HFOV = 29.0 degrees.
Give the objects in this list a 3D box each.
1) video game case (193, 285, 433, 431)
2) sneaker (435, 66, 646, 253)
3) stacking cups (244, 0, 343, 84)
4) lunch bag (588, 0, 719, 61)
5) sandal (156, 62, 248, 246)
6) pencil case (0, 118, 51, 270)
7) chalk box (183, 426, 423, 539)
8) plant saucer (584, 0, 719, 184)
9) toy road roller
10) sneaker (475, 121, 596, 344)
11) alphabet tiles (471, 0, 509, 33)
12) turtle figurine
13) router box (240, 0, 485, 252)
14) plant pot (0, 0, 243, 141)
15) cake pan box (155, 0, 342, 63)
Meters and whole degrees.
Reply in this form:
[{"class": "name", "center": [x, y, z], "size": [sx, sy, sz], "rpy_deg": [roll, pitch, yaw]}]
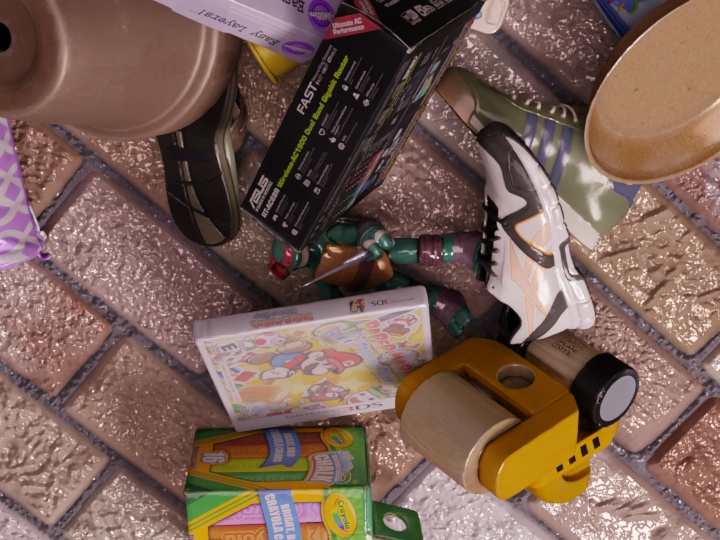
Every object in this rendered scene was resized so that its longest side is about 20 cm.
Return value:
[{"class": "video game case", "center": [-0.031, 0.077, 1.145], "size": [0.181, 0.023, 0.200], "rpy_deg": [-9, 152, 1]}, {"class": "sneaker", "center": [0.154, -0.112, 1.142], "size": [0.090, 0.067, 0.200], "rpy_deg": [-43, 107, 7]}, {"class": "stacking cups", "center": [0.002, -0.222, 1.094], "size": [0.199, 0.061, 0.061], "rpy_deg": [-30, 106, 4]}, {"class": "lunch bag", "center": [0.263, -0.270, 1.087], "size": [0.200, 0.083, 0.161], "rpy_deg": [-34, 110, 9]}, {"class": "sandal", "center": [-0.127, -0.117, 1.135], "size": [0.079, 0.057, 0.202], "rpy_deg": [15, 123, 21]}, {"class": "pencil case", "center": [-0.309, -0.092, 1.120], "size": [0.085, 0.084, 0.201], "rpy_deg": [-10, 107, -4]}, {"class": "chalk box", "center": [-0.046, 0.215, 1.204], "size": [0.199, 0.125, 0.125], "rpy_deg": [-2, 108, -2]}, {"class": "plant saucer", "center": [0.254, -0.152, 1.081], "size": [0.199, 0.036, 0.201], "rpy_deg": [-18, 143, -15]}, {"class": "toy road roller", "center": [0.132, 0.137, 1.163], "size": [0.200, 0.123, 0.147], "rpy_deg": [-25, 132, -31]}, {"class": "sneaker", "center": [0.124, -0.022, 1.098], "size": [0.080, 0.074, 0.201], "rpy_deg": [-22, 117, 1]}, {"class": "alphabet tiles", "center": [0.040, -0.275, 1.112], "size": [0.195, 0.015, 0.201], "rpy_deg": [19, 106, -7]}, {"class": "turtle figurine", "center": [0.000, 0.000, 1.149], "size": [0.199, 0.101, 0.150], "rpy_deg": [5, 142, -17]}, {"class": "router box", "center": [0.003, -0.128, 1.051], "size": [0.062, 0.150, 0.200], "rpy_deg": [37, 125, 9]}, {"class": "plant pot", "center": [-0.210, -0.180, 1.016], "size": [0.199, 0.175, 0.201], "rpy_deg": [8, 110, 22]}, {"class": "cake pan box", "center": [-0.091, -0.266, 0.998], "size": [0.199, 0.052, 0.185], "rpy_deg": [19, 72, -36]}]
